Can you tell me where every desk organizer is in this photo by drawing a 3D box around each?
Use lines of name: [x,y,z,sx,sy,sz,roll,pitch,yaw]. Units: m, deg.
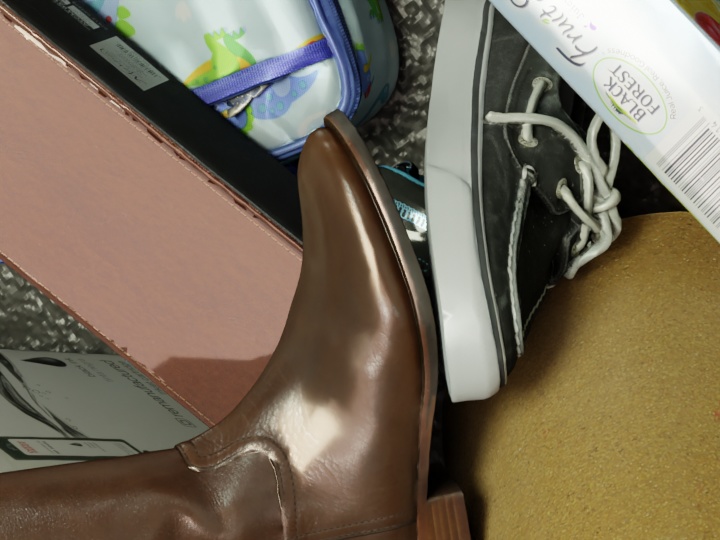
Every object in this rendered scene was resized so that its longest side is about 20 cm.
desk organizer: [-0.072,-0.015,1.004,0.200,0.072,0.077,39,105,0]

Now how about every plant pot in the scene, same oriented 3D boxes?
plant pot: [0.112,0.106,0.949,0.185,0.200,0.188,3,117,6]

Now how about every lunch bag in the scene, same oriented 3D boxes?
lunch bag: [-0.093,-0.098,1.078,0.199,0.082,0.162,-18,96,22]

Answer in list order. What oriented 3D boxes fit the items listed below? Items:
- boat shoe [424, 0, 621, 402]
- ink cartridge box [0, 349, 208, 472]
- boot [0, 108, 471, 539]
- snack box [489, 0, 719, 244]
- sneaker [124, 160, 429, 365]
boat shoe: [0.060,-0.030,0.975,0.068,0.200,0.074,-2,125,7]
ink cartridge box: [-0.131,0.093,1.035,0.146,0.199,0.085,34,111,44]
boot: [-0.071,0.056,0.915,0.199,0.064,0.188,-13,95,-8]
snack box: [0.094,-0.103,0.977,0.200,0.142,0.053,47,109,6]
sneaker: [0.000,0.000,1.072,0.199,0.073,0.083,-9,93,10]
